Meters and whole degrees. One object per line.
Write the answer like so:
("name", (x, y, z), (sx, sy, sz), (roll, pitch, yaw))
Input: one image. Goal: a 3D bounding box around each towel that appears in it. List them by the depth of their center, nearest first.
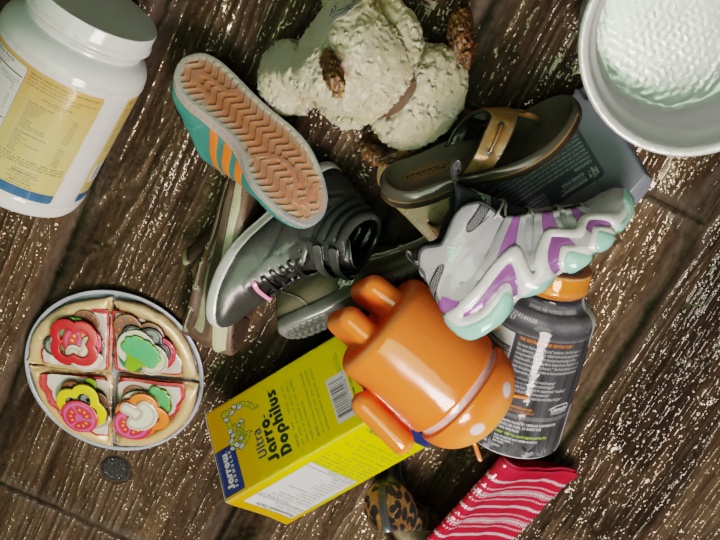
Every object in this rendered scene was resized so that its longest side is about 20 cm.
("towel", (0.134, 0.275, 1.334), (0.145, 0.022, 0.200), (16, 118, -48))

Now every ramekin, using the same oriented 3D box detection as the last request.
("ramekin", (0.288, -0.211, 1.106), (0.200, 0.098, 0.201), (1, 112, 2))

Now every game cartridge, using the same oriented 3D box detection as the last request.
("game cartridge", (0.168, -0.071, 1.181), (0.200, 0.041, 0.133), (-33, 63, 18))

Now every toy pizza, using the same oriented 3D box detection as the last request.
("toy pizza", (-0.271, 0.115, 1.353), (0.200, 0.032, 0.201), (2, 114, 5))

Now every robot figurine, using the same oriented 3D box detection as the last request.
("robot figurine", (0.065, 0.087, 1.176), (0.200, 0.144, 0.117), (41, 126, -8))

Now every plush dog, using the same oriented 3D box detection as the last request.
("plush dog", (0.024, -0.181, 1.141), (0.172, 0.161, 0.200), (22, 117, -30))

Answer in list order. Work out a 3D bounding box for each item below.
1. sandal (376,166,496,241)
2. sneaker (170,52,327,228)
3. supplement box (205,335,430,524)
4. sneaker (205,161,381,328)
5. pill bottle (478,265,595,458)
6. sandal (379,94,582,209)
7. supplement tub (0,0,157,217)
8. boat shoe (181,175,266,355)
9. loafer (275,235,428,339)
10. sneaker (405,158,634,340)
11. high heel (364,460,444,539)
("sandal", (0.085, -0.049, 1.161), (0.212, 0.070, 0.078), (39, 98, 28))
("sneaker", (-0.107, -0.116, 1.192), (0.071, 0.080, 0.200), (-37, 84, -21))
("supplement box", (-0.043, 0.163, 1.288), (0.200, 0.110, 0.109), (-32, 144, 18))
("sneaker", (-0.062, -0.007, 1.202), (0.200, 0.099, 0.071), (-49, 146, -4))
("pill bottle", (0.174, 0.080, 1.251), (0.106, 0.106, 0.200), (12, 115, 0))
("sandal", (0.107, -0.118, 1.138), (0.200, 0.082, 0.055), (-18, 128, 6))
("supplement tub", (-0.289, -0.167, 1.166), (0.145, 0.145, 0.200), (31, 113, -8))
("boat shoe", (-0.148, -0.012, 1.263), (0.075, 0.075, 0.203), (16, 111, 14))
("loafer", (0.000, 0.000, 1.247), (0.200, 0.075, 0.070), (-23, 72, 1))
("sneaker", (0.132, -0.047, 1.090), (0.200, 0.078, 0.140), (-36, 95, -4))
("high heel", (0.052, 0.299, 1.341), (0.071, 0.143, 0.200), (-15, 112, 12))
